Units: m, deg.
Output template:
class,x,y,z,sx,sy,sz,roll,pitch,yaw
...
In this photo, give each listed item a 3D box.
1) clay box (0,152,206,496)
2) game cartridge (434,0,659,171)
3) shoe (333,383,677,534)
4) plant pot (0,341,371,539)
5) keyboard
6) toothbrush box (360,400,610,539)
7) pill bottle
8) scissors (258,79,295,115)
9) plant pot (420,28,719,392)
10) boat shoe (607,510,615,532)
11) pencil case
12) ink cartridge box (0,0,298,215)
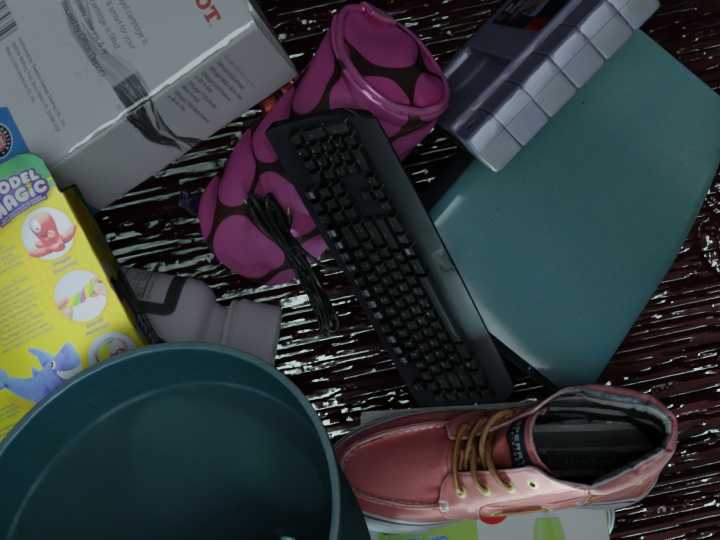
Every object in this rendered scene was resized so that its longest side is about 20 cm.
class,x,y,z,sx,sy,sz,roll,pitch,yaw
clay box,-0.182,0.042,0.739,0.114,0.048,0.201,-26,98,3
game cartridge,0.094,-0.128,0.757,0.038,0.200,0.130,39,96,-14
shoe,0.075,0.101,0.717,0.198,0.091,0.072,-3,68,0
plant pot,-0.077,0.170,0.667,0.199,0.188,0.201,-9,55,14
keyboard,0.000,0.000,0.732,0.126,0.021,0.201,-5,123,42
toothbrush box,0.077,0.188,0.780,0.144,0.086,0.201,-3,68,0
pill bottle,-0.156,0.054,0.823,0.198,0.114,0.115,10,97,-1
scissors,-0.075,-0.130,0.850,0.200,0.014,0.073,38,95,-5
plant pot,0.128,-0.046,0.801,0.141,0.141,0.200,38,89,-5
boat shoe,0.075,0.178,0.863,0.198,0.062,0.073,-6,97,1
pencil case,-0.029,-0.076,0.773,0.090,0.200,0.094,16,53,-28
ink cartridge box,-0.161,-0.133,0.787,0.199,0.084,0.146,-33,69,6
